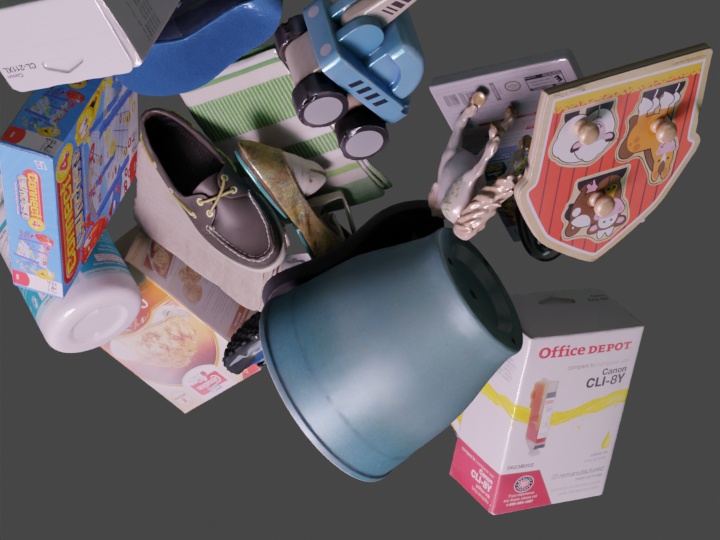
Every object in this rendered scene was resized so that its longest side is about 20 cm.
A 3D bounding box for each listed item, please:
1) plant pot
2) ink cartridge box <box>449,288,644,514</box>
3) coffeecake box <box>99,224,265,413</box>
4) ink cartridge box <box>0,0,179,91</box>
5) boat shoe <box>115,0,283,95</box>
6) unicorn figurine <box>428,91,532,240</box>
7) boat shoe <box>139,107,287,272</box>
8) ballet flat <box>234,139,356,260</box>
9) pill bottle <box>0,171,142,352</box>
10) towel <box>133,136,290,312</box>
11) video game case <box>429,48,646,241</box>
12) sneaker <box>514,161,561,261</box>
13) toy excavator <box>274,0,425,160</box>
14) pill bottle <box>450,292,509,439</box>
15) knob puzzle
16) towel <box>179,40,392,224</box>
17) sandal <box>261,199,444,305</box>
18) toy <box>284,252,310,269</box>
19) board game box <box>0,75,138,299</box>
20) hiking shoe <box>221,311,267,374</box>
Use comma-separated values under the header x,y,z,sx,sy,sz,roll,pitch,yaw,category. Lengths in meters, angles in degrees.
x,y,z,sx,sy,sz,roll,pitch,yaw,category
0.040,0.063,1.508,0.188,0.200,0.200,-34,117,21,plant pot
0.185,0.129,1.617,0.144,0.083,0.201,-5,117,-29,ink cartridge box
-0.218,0.054,1.836,0.200,0.073,0.153,40,135,-19,coffeecake box
-0.226,-0.258,1.405,0.145,0.201,0.083,-6,132,29,ink cartridge box
-0.143,-0.221,1.514,0.199,0.069,0.084,-16,139,31,boat shoe
0.101,-0.086,1.480,0.074,0.200,0.138,29,112,1,unicorn figurine
-0.150,-0.079,1.597,0.201,0.072,0.061,48,180,19,boat shoe
-0.052,-0.069,1.608,0.070,0.071,0.200,-8,134,31,ballet flat
-0.319,-0.021,1.718,0.201,0.110,0.111,58,146,24,pill bottle
-0.157,-0.048,1.688,0.200,0.034,0.133,36,142,18,towel
0.168,-0.112,1.521,0.143,0.018,0.200,-9,130,31,video game case
0.180,-0.078,1.474,0.070,0.083,0.200,20,140,3,sneaker
0.014,-0.217,1.416,0.200,0.100,0.194,-33,141,20,toy excavator
0.120,0.085,1.681,0.114,0.115,0.201,-3,134,27,pill bottle
0.220,-0.085,1.402,0.030,0.219,0.220,48,157,40,knob puzzle
-0.078,-0.133,1.611,0.152,0.023,0.200,-14,129,36,towel
0.000,0.001,1.611,0.199,0.043,0.076,-31,135,-2,sandal
-0.049,0.068,1.792,0.114,0.047,0.201,-1,134,24,toy
-0.281,-0.111,1.593,0.056,0.196,0.201,16,140,8,board game box
-0.053,0.066,1.714,0.199,0.074,0.087,-31,109,13,hiking shoe
